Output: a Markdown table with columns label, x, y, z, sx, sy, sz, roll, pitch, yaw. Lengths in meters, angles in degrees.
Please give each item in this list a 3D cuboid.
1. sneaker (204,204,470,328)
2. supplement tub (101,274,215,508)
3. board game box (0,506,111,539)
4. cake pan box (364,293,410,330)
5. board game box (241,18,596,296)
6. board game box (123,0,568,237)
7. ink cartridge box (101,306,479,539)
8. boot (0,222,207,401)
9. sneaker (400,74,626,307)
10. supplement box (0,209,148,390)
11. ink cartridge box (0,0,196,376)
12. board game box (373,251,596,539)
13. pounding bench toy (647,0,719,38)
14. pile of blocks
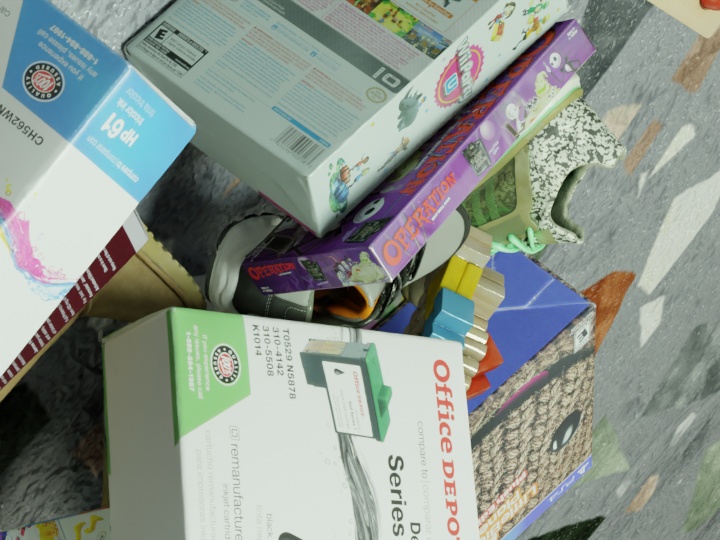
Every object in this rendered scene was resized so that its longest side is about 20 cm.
| label | x | y | z | sx | sy | sz | roll | pitch | yaw |
| --- | --- | --- | --- | --- | --- | --- | --- | --- | --- |
| sneaker | 0.000 | 0.000 | 1.624 | 0.200 | 0.079 | 0.074 | -19 | 130 | -46 |
| supplement tub | -0.086 | 0.116 | 1.698 | 0.144 | 0.144 | 0.201 | -34 | 149 | -32 |
| board game box | -0.169 | 0.202 | 1.597 | 0.199 | 0.105 | 0.103 | -13 | 165 | 22 |
| cake pan box | 0.004 | 0.052 | 1.872 | 0.184 | 0.052 | 0.201 | -20 | 139 | -45 |
| board game box | 0.032 | -0.063 | 1.535 | 0.200 | 0.120 | 0.032 | -48 | 118 | -31 |
| board game box | -0.006 | -0.133 | 1.520 | 0.200 | 0.147 | 0.064 | -43 | 150 | -18 |
| ink cartridge box | -0.036 | 0.106 | 1.533 | 0.199 | 0.147 | 0.084 | 7 | 160 | -35 |
| boot | -0.192 | 0.046 | 1.541 | 0.200 | 0.066 | 0.175 | -48 | 144 | -8 |
| sneaker | 0.094 | -0.035 | 1.738 | 0.077 | 0.089 | 0.200 | -32 | 162 | -53 |
| supplement box | -0.216 | 0.012 | 1.401 | 0.200 | 0.109 | 0.061 | -47 | 153 | -14 |
| ink cartridge box | -0.200 | -0.041 | 1.321 | 0.200 | 0.144 | 0.085 | -52 | 154 | -2 |
| board game box | 0.071 | 0.101 | 1.876 | 0.159 | 0.097 | 0.200 | -41 | 151 | -22 |
| pounding bench toy | 0.163 | -0.240 | 1.652 | 0.125 | 0.156 | 0.200 | -57 | 153 | 8 |
| pile of blocks | 0.051 | 0.074 | 1.710 | 0.201 | 0.062 | 0.082 | -66 | -165 | -1 |
